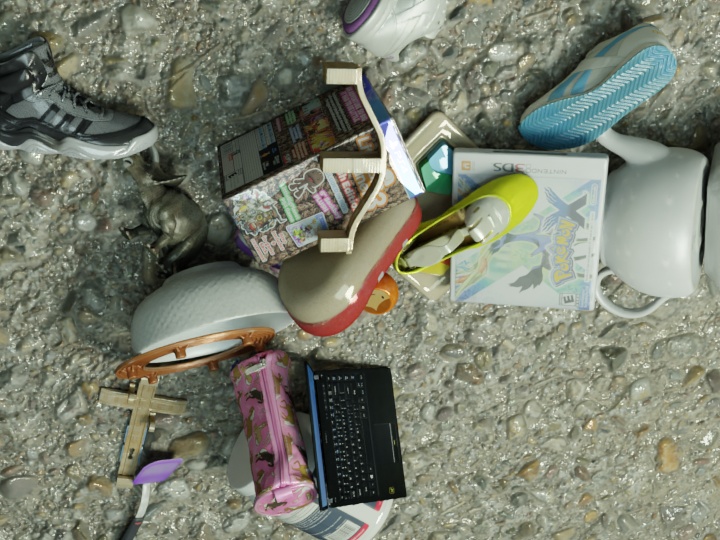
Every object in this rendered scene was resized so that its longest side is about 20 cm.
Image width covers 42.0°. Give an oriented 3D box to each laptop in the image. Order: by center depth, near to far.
[{"bbox_3d":[-0.004,0.206,1.186,0.199,0.103,0.178,2,75,-35],"label":"laptop"}]

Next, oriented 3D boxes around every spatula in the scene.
[{"bbox_3d":[-0.308,0.331,1.315,0.056,0.021,0.201,3,124,-42],"label":"spatula"}]

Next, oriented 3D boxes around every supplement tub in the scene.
[{"bbox_3d":[-0.065,0.280,1.274,0.200,0.141,0.140,34,107,-25],"label":"supplement tub"}]

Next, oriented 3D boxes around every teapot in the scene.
[{"bbox_3d":[0.352,-0.059,1.173,0.145,0.201,0.197,5,164,26],"label":"teapot"}]

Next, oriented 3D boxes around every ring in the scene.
[{"bbox_3d":[-0.199,0.107,1.143,0.199,0.200,0.019,-16,79,-3],"label":"ring"}]

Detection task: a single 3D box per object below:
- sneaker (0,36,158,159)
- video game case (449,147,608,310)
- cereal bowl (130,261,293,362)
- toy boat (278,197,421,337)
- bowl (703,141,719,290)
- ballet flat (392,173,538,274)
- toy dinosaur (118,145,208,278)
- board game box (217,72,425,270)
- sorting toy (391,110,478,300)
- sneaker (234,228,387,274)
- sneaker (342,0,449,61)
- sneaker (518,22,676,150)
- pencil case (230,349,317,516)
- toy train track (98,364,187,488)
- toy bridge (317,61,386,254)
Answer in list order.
[{"bbox_3d":[-0.319,-0.186,1.008,0.199,0.076,0.114,3,119,-8],"label":"sneaker"},{"bbox_3d":[0.201,-0.049,1.145,0.181,0.022,0.201,4,116,10],"label":"video game case"},{"bbox_3d":[-0.181,0.044,1.120,0.199,0.200,0.084,-17,79,-2],"label":"cereal bowl"},{"bbox_3d":[0.000,0.000,1.083,0.200,0.130,0.131,-53,126,-28],"label":"toy boat"},{"bbox_3d":[0.477,-0.078,1.177,0.074,0.200,0.201,5,125,23],"label":"bowl"},{"bbox_3d":[0.121,-0.047,1.114,0.199,0.067,0.067,-26,106,22],"label":"ballet flat"},{"bbox_3d":[-0.216,-0.049,1.103,0.102,0.077,0.200,-51,136,-20],"label":"toy dinosaur"},{"bbox_3d":[-0.050,-0.115,1.054,0.199,0.160,0.097,-25,120,4],"label":"board game box"},{"bbox_3d":[0.097,-0.073,1.177,0.200,0.037,0.185,39,105,-26],"label":"sorting toy"},{"bbox_3d":[-0.069,0.001,1.166,0.199,0.081,0.089,22,130,-17],"label":"sneaker"},{"bbox_3d":[0.070,-0.319,1.031,0.099,0.075,0.200,30,113,-38],"label":"sneaker"},{"bbox_3d":[0.278,-0.216,1.118,0.199,0.081,0.076,-30,123,28],"label":"sneaker"},{"bbox_3d":[-0.106,0.197,1.142,0.083,0.201,0.086,-33,143,24],"label":"pencil case"},{"bbox_3d":[-0.300,0.218,1.256,0.114,0.033,0.201,11,116,-16],"label":"toy train track"},{"bbox_3d":[-0.008,-0.110,0.957,0.067,0.027,0.201,-2,114,-10],"label":"toy bridge"}]
